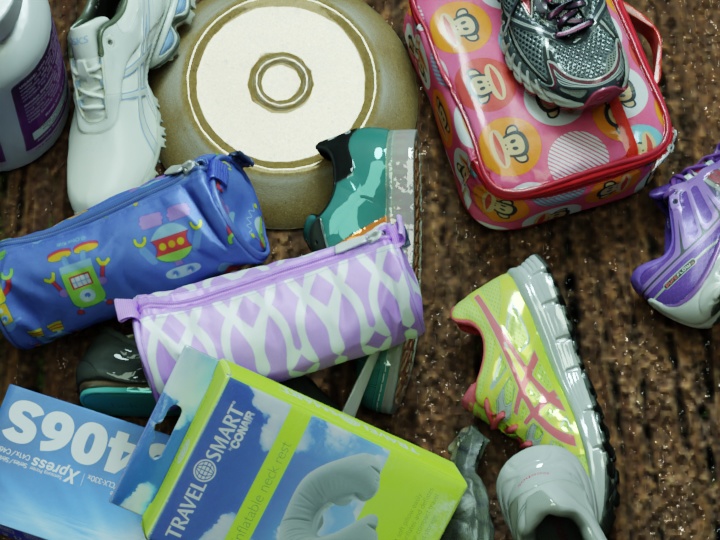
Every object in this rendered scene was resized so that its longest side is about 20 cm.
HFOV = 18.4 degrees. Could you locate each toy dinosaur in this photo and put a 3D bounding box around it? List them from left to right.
[{"bbox_3d":[0.059,0.191,1.473,0.088,0.047,0.201,-29,50,24],"label":"toy dinosaur"}]

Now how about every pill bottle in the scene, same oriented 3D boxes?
[{"bbox_3d":[-0.263,-0.153,1.518,0.112,0.200,0.113,1,70,-2],"label":"pill bottle"}]

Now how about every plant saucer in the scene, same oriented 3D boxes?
[{"bbox_3d":[-0.057,-0.130,1.603,0.199,0.035,0.201,0,70,-1],"label":"plant saucer"}]

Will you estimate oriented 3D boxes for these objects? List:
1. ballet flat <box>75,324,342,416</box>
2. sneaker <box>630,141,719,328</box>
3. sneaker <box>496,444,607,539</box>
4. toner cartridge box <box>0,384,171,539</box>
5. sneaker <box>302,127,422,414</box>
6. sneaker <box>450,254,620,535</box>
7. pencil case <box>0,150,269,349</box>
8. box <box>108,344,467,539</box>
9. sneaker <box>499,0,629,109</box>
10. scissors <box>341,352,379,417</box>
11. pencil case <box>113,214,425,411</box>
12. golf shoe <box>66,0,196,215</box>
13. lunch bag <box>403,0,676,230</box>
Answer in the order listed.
[{"bbox_3d":[-0.095,0.073,1.517,0.199,0.068,0.069,11,62,2],"label":"ballet flat"},{"bbox_3d":[0.253,-0.059,1.566,0.083,0.081,0.201,25,72,13],"label":"sneaker"},{"bbox_3d":[0.143,0.217,1.427,0.078,0.099,0.201,-28,102,11],"label":"sneaker"},{"bbox_3d":[-0.158,0.154,1.497,0.199,0.043,0.095,17,73,4],"label":"toner cartridge box"},{"bbox_3d":[0.000,0.000,1.540,0.079,0.071,0.201,1,78,9],"label":"sneaker"},{"bbox_3d":[0.118,0.095,1.516,0.090,0.078,0.201,-19,69,5],"label":"sneaker"},{"bbox_3d":[-0.160,-0.015,1.501,0.199,0.087,0.078,-21,28,15],"label":"pencil case"},{"bbox_3d":[-0.046,0.143,1.422,0.199,0.048,0.122,25,97,-14],"label":"box"},{"bbox_3d":[0.125,-0.200,1.531,0.080,0.075,0.201,-20,68,-11],"label":"sneaker"},{"bbox_3d":[-0.027,0.130,1.473,0.073,0.014,0.201,10,95,-38],"label":"scissors"},{"bbox_3d":[-0.053,0.028,1.452,0.199,0.086,0.084,-19,46,-3],"label":"pencil case"},{"bbox_3d":[-0.183,-0.132,1.559,0.078,0.097,0.201,-3,67,30],"label":"golf shoe"},{"bbox_3d":[0.137,-0.139,1.591,0.175,0.082,0.201,-16,70,-12],"label":"lunch bag"}]
